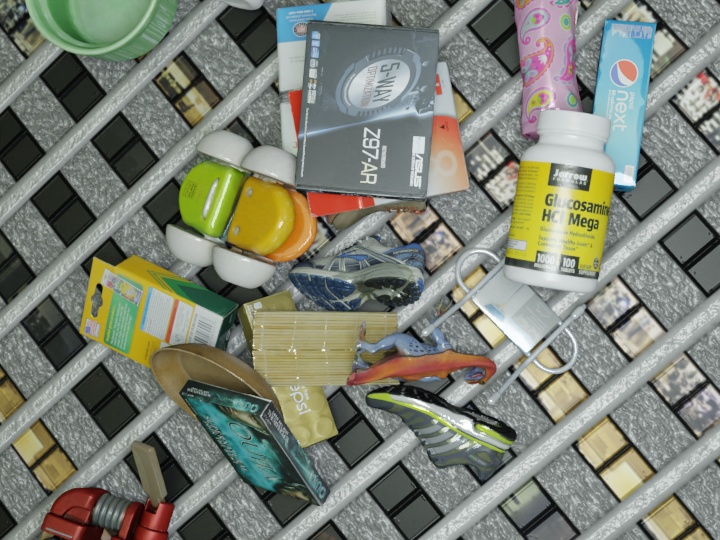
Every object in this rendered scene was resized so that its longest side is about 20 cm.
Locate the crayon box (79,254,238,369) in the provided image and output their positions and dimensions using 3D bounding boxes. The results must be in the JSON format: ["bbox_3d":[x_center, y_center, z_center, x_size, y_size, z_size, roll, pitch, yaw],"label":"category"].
[{"bbox_3d":[-0.273,0.066,1.315,0.199,0.052,0.127,24,117,10],"label":"crayon box"}]

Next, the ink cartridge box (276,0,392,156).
[{"bbox_3d":[-0.028,-0.240,1.274,0.144,0.084,0.202,-3,88,9],"label":"ink cartridge box"}]

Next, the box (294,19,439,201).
[{"bbox_3d":[0.008,-0.188,1.161,0.159,0.044,0.202,5,89,1],"label":"box"}]

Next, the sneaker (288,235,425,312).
[{"bbox_3d":[0.000,0.000,1.276,0.198,0.077,0.086,0,50,28],"label":"sneaker"}]

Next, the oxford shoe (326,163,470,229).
[{"bbox_3d":[0.049,-0.099,1.264,0.199,0.070,0.075,-31,85,9],"label":"oxford shoe"}]

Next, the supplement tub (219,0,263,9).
[{"bbox_3d":[-0.159,-0.461,1.282,0.131,0.132,0.202,20,93,11],"label":"supplement tub"}]

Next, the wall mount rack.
[{"bbox_3d":[0.178,0.065,1.221,0.174,0.075,0.200,-44,80,-5],"label":"wall mount rack"}]

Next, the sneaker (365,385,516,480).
[{"bbox_3d":[0.095,0.207,1.249,0.199,0.074,0.082,21,96,13],"label":"sneaker"}]

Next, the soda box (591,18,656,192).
[{"bbox_3d":[0.320,-0.203,1.210,0.064,0.068,0.202,8,91,11],"label":"soda box"}]

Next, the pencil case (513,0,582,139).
[{"bbox_3d":[0.237,-0.264,1.221,0.087,0.087,0.202,-2,87,11],"label":"pencil case"}]

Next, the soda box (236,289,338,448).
[{"bbox_3d":[-0.097,0.133,1.281,0.067,0.064,0.202,-18,86,-19],"label":"soda box"}]

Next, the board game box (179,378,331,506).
[{"bbox_3d":[-0.130,0.219,1.225,0.134,0.201,0.028,8,51,34],"label":"board game box"}]

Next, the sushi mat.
[{"bbox_3d":[-0.043,0.101,1.259,0.198,0.012,0.097,1,86,-18],"label":"sushi mat"}]

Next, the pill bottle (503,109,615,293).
[{"bbox_3d":[0.236,-0.081,1.140,0.111,0.112,0.202,9,93,12],"label":"pill bottle"}]

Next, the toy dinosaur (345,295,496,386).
[{"bbox_3d":[0.080,0.126,1.216,0.180,0.201,0.106,13,124,3],"label":"toy dinosaur"}]

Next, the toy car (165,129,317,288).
[{"bbox_3d":[-0.142,-0.074,1.259,0.199,0.150,0.176,21,93,34],"label":"toy car"}]

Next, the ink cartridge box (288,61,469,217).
[{"bbox_3d":[0.024,-0.162,1.194,0.198,0.050,0.164,-11,90,-16],"label":"ink cartridge box"}]

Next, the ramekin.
[{"bbox_3d":[-0.348,-0.385,1.336,0.198,0.098,0.202,0,89,11],"label":"ramekin"}]

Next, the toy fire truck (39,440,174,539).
[{"bbox_3d":[-0.331,0.325,1.317,0.175,0.129,0.202,16,81,12],"label":"toy fire truck"}]

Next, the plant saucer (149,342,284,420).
[{"bbox_3d":[-0.173,0.151,1.230,0.199,0.201,0.036,25,58,11],"label":"plant saucer"}]
